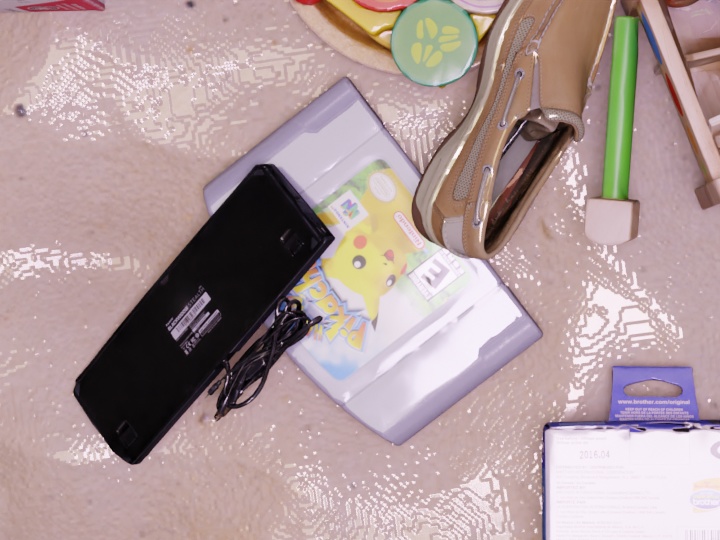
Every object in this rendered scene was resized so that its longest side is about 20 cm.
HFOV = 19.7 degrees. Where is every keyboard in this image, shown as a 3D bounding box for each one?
[{"bbox_3d":[-0.085,0.039,1.250,0.200,0.040,0.104,-48,59,19],"label":"keyboard"}]

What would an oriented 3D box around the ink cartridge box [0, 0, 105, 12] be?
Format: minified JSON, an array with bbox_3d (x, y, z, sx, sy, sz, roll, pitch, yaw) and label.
[{"bbox_3d":[-0.263,-0.198,1.227,0.199,0.145,0.084,-1,91,5],"label":"ink cartridge box"}]

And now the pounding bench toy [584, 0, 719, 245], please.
[{"bbox_3d":[0.197,-0.118,1.198,0.200,0.124,0.156,-23,88,5],"label":"pounding bench toy"}]

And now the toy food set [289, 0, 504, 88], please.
[{"bbox_3d":[0.042,-0.215,1.249,0.198,0.049,0.200,37,93,4],"label":"toy food set"}]

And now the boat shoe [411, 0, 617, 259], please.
[{"bbox_3d":[0.106,-0.095,1.199,0.072,0.076,0.200,23,93,-34],"label":"boat shoe"}]

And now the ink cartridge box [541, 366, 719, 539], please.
[{"bbox_3d":[0.175,0.158,1.224,0.136,0.076,0.201,0,89,3],"label":"ink cartridge box"}]

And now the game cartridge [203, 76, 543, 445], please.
[{"bbox_3d":[0.000,0.000,1.261,0.133,0.040,0.200,-38,87,8],"label":"game cartridge"}]
